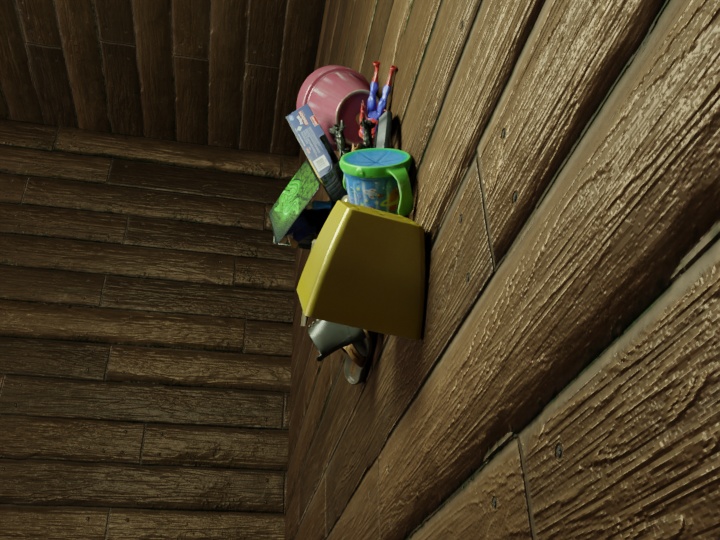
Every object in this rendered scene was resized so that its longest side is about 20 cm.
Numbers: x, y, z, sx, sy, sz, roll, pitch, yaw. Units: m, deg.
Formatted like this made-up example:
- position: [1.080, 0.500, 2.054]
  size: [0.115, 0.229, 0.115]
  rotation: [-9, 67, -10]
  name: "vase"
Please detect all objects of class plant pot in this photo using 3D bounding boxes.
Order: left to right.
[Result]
- position: [-0.035, -0.378, 1.646]
  size: [0.179, 0.195, 0.205]
  rotation: [-140, 54, -59]
  name: "plant pot"
- position: [0.011, -0.012, 1.171]
  size: [0.200, 0.195, 0.181]
  rotation: [-128, 51, -75]
  name: "plant pot"

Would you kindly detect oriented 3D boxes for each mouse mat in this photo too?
- position: [-0.150, -0.156, 1.529]
  size: [0.162, 0.007, 0.201]
  rotation: [-53, 24, 12]
  name: "mouse mat"

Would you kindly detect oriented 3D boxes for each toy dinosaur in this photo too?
- position: [-0.004, -0.246, 1.469]
  size: [0.199, 0.100, 0.140]
  rotation: [169, 94, -69]
  name: "toy dinosaur"

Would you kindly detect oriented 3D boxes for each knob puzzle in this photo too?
- position: [-0.100, 0.022, 1.529]
  size: [0.220, 0.030, 0.226]
  rotation: [-172, 90, -88]
  name: "knob puzzle"

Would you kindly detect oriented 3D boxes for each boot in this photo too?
- position: [-0.068, 0.074, 1.434]
  size: [0.202, 0.136, 0.078]
  rotation: [60, 174, 32]
  name: "boot"

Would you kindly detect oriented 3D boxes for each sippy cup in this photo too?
- position: [0.030, -0.150, 1.306]
  size: [0.179, 0.136, 0.134]
  rotation: [-85, -6, -65]
  name: "sippy cup"

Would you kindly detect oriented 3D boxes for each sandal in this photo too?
- position: [-0.018, 0.175, 1.512]
  size: [0.082, 0.054, 0.203]
  rotation: [45, 139, 35]
  name: "sandal"

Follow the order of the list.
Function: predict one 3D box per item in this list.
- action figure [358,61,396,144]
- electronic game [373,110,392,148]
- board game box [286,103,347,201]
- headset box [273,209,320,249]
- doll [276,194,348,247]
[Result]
- position: [0.033, -0.356, 1.542]
  size: [0.052, 0.064, 0.205]
  rotation: [-74, -4, -65]
  name: "action figure"
- position: [0.045, -0.237, 1.476]
  size: [0.200, 0.040, 0.206]
  rotation: [-172, 90, -87]
  name: "electronic game"
- position: [-0.075, -0.236, 1.567]
  size: [0.202, 0.061, 0.201]
  rotation: [62, -178, 31]
  name: "board game box"
- position: [-0.096, -0.096, 1.689]
  size: [0.200, 0.169, 0.095]
  rotation: [7, -90, -76]
  name: "headset box"
- position: [-0.087, -0.115, 1.516]
  size: [0.197, 0.135, 0.050]
  rotation: [-27, 65, 27]
  name: "doll"
